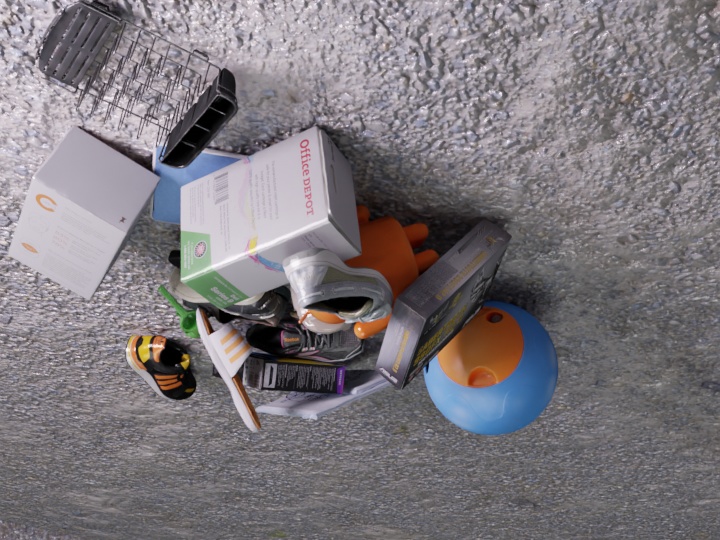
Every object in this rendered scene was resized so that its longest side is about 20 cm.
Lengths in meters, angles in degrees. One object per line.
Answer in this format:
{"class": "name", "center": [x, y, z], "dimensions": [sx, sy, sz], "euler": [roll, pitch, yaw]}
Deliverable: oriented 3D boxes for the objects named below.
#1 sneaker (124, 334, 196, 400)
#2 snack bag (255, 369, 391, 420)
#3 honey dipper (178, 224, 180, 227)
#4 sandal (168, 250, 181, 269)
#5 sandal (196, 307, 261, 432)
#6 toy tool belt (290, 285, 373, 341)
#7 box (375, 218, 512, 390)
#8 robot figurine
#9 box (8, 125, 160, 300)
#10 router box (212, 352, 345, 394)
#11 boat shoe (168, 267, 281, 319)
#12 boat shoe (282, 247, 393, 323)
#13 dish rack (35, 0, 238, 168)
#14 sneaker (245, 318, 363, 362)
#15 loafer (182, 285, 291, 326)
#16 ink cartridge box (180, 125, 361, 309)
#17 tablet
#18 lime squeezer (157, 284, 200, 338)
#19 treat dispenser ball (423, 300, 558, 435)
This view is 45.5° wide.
{"class": "sneaker", "center": [-0.335, 0.178, 1.545], "dimensions": [0.090, 0.070, 0.200], "euler": [-6, 146, 22]}
{"class": "snack bag", "center": [-0.059, 0.205, 1.452], "dimensions": [0.199, 0.022, 0.188], "euler": [-19, -172, -39]}
{"class": "honey dipper", "center": [-0.184, -0.026, 1.222], "dimensions": [0.038, 0.038, 0.200], "euler": [-12, 147, 25]}
{"class": "sandal", "center": [-0.186, -0.017, 1.164], "dimensions": [0.199, 0.045, 0.075], "euler": [8, 156, 41]}
{"class": "sandal", "center": [-0.183, 0.141, 1.292], "dimensions": [0.059, 0.207, 0.079], "euler": [-27, -172, -4]}
{"class": "toy tool belt", "center": [-0.003, 0.037, 1.240], "dimensions": [0.199, 0.125, 0.123], "euler": [-10, 169, -7]}
{"class": "box", "center": [0.109, 0.044, 1.132], "dimensions": [0.048, 0.200, 0.159], "euler": [36, 142, 18]}
{"class": "robot figurine", "center": [-0.001, -0.002, 1.127], "dimensions": [0.199, 0.117, 0.144], "euler": [-20, 119, -9]}
{"class": "box", "center": [-0.354, -0.067, 1.092], "dimensions": [0.124, 0.098, 0.200], "euler": [32, 143, -13]}
{"class": "router box", "center": [-0.139, 0.166, 1.421], "dimensions": [0.149, 0.051, 0.200], "euler": [9, 176, -32]}
{"class": "boat shoe", "center": [-0.199, 0.030, 1.237], "dimensions": [0.199, 0.072, 0.068], "euler": [11, 156, 37]}
{"class": "boat shoe", "center": [-0.019, 0.031, 0.990], "dimensions": [0.074, 0.065, 0.202], "euler": [-21, 156, 19]}
{"class": "dish rack", "center": [-0.245, -0.200, 0.925], "dimensions": [0.199, 0.055, 0.153], "euler": [23, 143, -28]}
{"class": "sneaker", "center": [-0.091, 0.111, 1.363], "dimensions": [0.199, 0.081, 0.086], "euler": [-6, 178, 15]}
{"class": "loafer", "center": [-0.198, 0.053, 1.300], "dimensions": [0.199, 0.063, 0.072], "euler": [-3, 154, 32]}
{"class": "ink cartridge box", "center": [-0.108, -0.061, 1.016], "dimensions": [0.199, 0.146, 0.088], "euler": [-22, 143, 20]}
{"class": "tablet", "center": [-0.166, -0.099, 1.096], "dimensions": [0.199, 0.014, 0.130], "euler": [9, 134, -9]}
{"class": "lime squeezer", "center": [-0.267, 0.067, 1.321], "dimensions": [0.038, 0.071, 0.200], "euler": [-28, 170, -9]}
{"class": "treat dispenser ball", "center": [0.195, 0.146, 1.295], "dimensions": [0.200, 0.202, 0.201], "euler": [3, 149, 2]}
